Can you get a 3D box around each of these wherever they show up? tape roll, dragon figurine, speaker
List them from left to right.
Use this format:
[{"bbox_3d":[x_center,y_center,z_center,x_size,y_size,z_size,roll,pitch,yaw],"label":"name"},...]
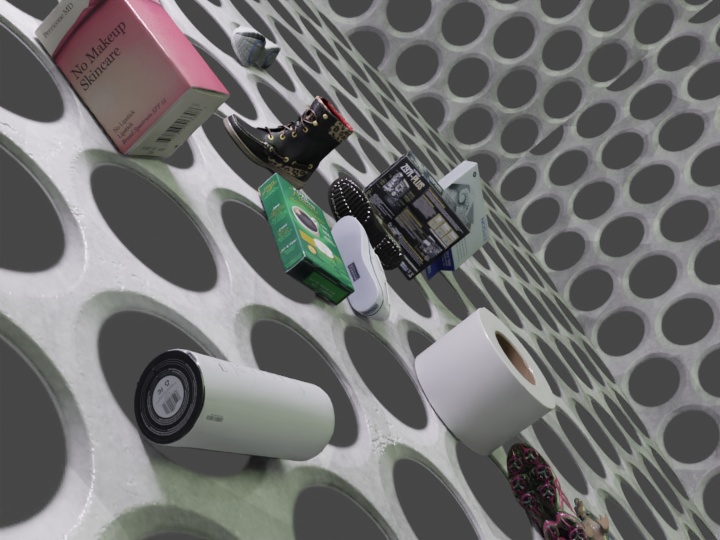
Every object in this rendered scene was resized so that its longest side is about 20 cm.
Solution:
[{"bbox_3d":[-0.107,0.128,0.778,0.200,0.081,0.081,26,29,-56],"label":"speaker"},{"bbox_3d":[0.204,0.182,1.390,0.203,0.139,0.203,45,17,-17],"label":"tape roll"},{"bbox_3d":[0.402,0.466,1.414,0.201,0.059,0.100,59,-8,21],"label":"dragon figurine"}]

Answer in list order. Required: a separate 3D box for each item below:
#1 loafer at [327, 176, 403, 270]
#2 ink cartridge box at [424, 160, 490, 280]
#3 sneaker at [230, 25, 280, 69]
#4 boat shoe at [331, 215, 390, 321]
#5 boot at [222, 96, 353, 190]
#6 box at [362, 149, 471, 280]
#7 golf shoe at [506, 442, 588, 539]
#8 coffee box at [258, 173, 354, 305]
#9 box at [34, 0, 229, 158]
[{"bbox_3d":[0.008,-0.085,1.593,0.200,0.073,0.071,56,7,1],"label":"loafer"},{"bbox_3d":[0.200,-0.106,1.833,0.040,0.200,0.200,15,-48,41],"label":"ink cartridge box"},{"bbox_3d":[-0.240,-0.481,1.798,0.087,0.075,0.200,40,9,5],"label":"sneaker"},{"bbox_3d":[0.000,0.000,1.385,0.065,0.073,0.201,40,29,-47],"label":"boat shoe"},{"bbox_3d":[-0.117,-0.233,1.411,0.200,0.150,0.073,36,21,-41],"label":"boot"},{"bbox_3d":[0.099,-0.112,1.704,0.200,0.164,0.086,48,17,-6],"label":"box"},{"bbox_3d":[0.295,0.367,1.368,0.201,0.072,0.092,62,9,3],"label":"golf shoe"},{"bbox_3d":[-0.084,-0.048,1.289,0.123,0.044,0.200,36,22,-43],"label":"coffee box"},{"bbox_3d":[-0.283,-0.257,1.058,0.200,0.128,0.109,52,17,7],"label":"box"}]
